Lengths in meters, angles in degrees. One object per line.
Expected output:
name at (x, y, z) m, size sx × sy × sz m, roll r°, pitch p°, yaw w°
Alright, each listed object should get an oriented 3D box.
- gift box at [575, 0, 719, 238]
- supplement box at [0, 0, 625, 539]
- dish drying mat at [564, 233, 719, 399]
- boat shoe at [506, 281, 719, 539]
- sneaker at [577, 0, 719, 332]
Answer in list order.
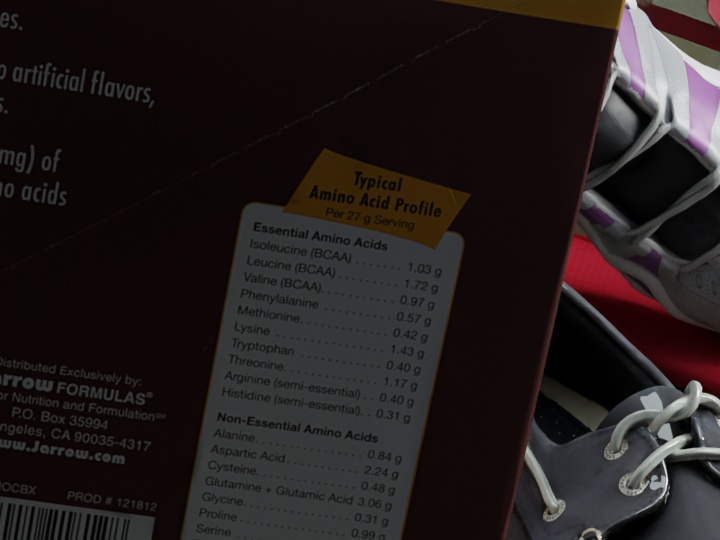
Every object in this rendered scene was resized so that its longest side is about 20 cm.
gift box at (0.112, -0.111, 1.090) m, size 0.186 × 0.201 × 0.184 m, roll 24°, pitch 28°, yaw 29°
supplement box at (-0.059, -0.017, 0.710) m, size 0.196 × 0.201 × 0.133 m, roll 9°, pitch 19°, yaw -9°
dish drying mat at (0.118, 0.024, 0.976) m, size 0.199 × 0.018 × 0.077 m, roll 22°, pitch 23°, yaw 27°
boat shoe at (0.067, 0.055, 0.789) m, size 0.072 × 0.063 × 0.200 m, roll 1°, pitch 21°, yaw -24°
sneaker at (0.064, -0.043, 0.905) m, size 0.200 × 0.078 × 0.140 m, roll 46°, pitch 22°, yaw 5°
